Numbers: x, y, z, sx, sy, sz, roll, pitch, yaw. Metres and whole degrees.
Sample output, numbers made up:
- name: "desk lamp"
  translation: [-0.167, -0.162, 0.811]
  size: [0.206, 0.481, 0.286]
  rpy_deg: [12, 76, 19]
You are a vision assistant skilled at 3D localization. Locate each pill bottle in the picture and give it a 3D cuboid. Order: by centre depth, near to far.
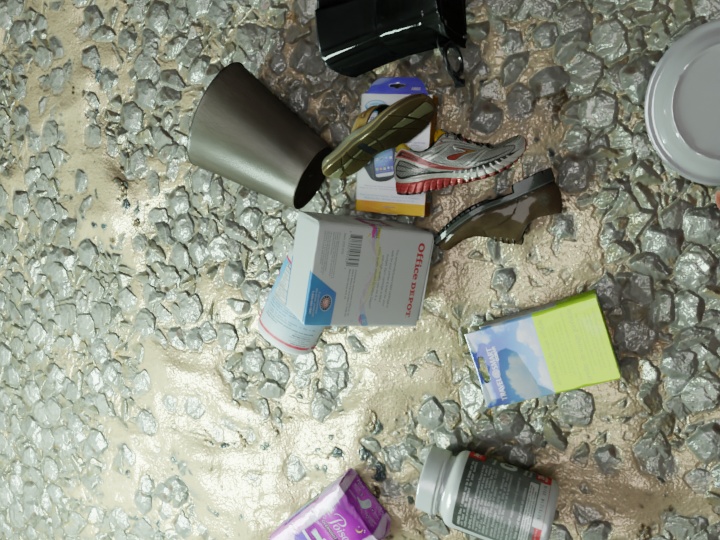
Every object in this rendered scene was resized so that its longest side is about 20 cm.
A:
- name: "pill bottle"
  translation: [0.189, 0.342, 0.924]
  size: [0.195, 0.113, 0.117]
  rpy_deg: [14, 102, 19]
- name: "pill bottle"
  translation: [-0.084, 0.025, 0.994]
  size: [0.107, 0.108, 0.204]
  rpy_deg: [31, 107, 15]

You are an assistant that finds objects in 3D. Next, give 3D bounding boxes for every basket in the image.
- name: "basket"
  translation: [-0.154, -0.198, 0.983]
  size: [0.198, 0.136, 0.183]
  rpy_deg: [34, 109, 10]

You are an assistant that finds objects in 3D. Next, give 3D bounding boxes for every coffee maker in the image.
- name: "coffee maker"
  translation: [0.039, -0.345, 0.864]
  size: [0.196, 0.134, 0.198]
  rpy_deg: [-8, 67, 33]

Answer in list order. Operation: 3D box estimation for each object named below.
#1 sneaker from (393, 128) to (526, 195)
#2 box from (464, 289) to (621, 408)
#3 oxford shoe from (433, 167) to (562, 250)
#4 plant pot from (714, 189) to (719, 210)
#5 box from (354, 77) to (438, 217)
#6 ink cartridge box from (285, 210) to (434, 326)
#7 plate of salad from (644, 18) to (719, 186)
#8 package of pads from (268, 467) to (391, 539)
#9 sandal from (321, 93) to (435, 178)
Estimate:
- name: "sneaker"
  translation: [0.140, -0.165, 0.875]
  size: [0.194, 0.078, 0.085]
  rpy_deg: [-12, 97, 2]
- name: "box"
  translation: [0.265, 0.118, 0.900]
  size: [0.196, 0.047, 0.125]
  rpy_deg: [-19, 89, 23]
- name: "oxford shoe"
  translation: [0.198, -0.067, 0.890]
  size: [0.196, 0.072, 0.086]
  rpy_deg: [-25, 92, 24]
- name: "plant pot"
  translation: [0.553, -0.098, 0.690]
  size: [0.201, 0.200, 0.196]
  rpy_deg: [43, 101, 11]
- name: "box"
  translation: [0.056, -0.190, 0.948]
  size: [0.116, 0.041, 0.207]
  rpy_deg: [7, 97, 21]
- name: "ink cartridge box"
  translation: [0.000, 0.000, 0.910]
  size: [0.084, 0.195, 0.149]
  rpy_deg: [30, 113, 59]
- name: "plate of salad"
  translation: [0.461, -0.211, 0.778]
  size: [0.194, 0.048, 0.207]
  rpy_deg: [2, 98, 11]
- name: "package of pads"
  translation: [-0.054, 0.450, 1.056]
  size: [0.200, 0.075, 0.121]
  rpy_deg: [-43, 84, 21]
- name: "sandal"
  translation: [0.018, -0.207, 0.908]
  size: [0.197, 0.080, 0.055]
  rpy_deg: [-30, 64, 26]
